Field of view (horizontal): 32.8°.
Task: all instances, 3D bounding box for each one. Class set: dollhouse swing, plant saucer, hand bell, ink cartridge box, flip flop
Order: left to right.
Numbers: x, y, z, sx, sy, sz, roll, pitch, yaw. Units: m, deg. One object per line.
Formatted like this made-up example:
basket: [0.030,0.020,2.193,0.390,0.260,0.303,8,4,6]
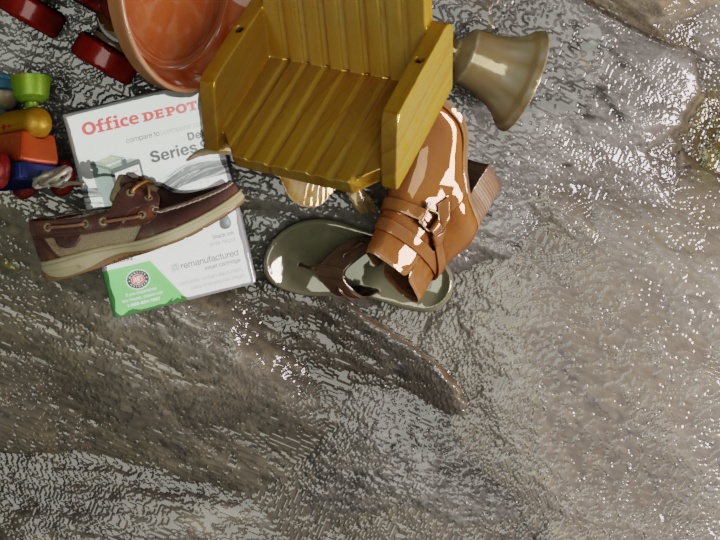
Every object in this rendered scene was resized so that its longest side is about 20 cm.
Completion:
ink cartridge box: [-0.194,-0.072,1.193,0.144,0.084,0.203,-14,98,-4]
plant saucer: [-0.157,-0.259,1.077,0.032,0.200,0.203,11,98,28]
dollhouse swing: [-0.039,-0.203,1.060,0.198,0.177,0.183,15,58,23]
flip flop: [0.000,0.000,1.234,0.198,0.058,0.082,14,96,-7]
hand bell: [0.071,-0.221,1.179,0.198,0.104,0.105,22,95,-13]

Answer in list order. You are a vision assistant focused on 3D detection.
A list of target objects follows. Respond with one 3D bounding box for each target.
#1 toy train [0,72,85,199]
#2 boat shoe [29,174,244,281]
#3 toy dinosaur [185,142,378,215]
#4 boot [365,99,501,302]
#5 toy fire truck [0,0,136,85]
toy train: [-0.302,-0.130,1.132,0.084,0.199,0.117,3,87,-45]
boat shoe: [-0.206,-0.053,1.118,0.198,0.072,0.073,-18,100,4]
toy dinosaur: [-0.055,-0.113,1.156,0.198,0.058,0.102,18,81,-22]
boot: [0.046,-0.079,1.179,0.200,0.073,0.155,47,71,-30]
toy fire truck: [-0.252,-0.255,1.121,0.199,0.168,0.113,31,94,-8]
